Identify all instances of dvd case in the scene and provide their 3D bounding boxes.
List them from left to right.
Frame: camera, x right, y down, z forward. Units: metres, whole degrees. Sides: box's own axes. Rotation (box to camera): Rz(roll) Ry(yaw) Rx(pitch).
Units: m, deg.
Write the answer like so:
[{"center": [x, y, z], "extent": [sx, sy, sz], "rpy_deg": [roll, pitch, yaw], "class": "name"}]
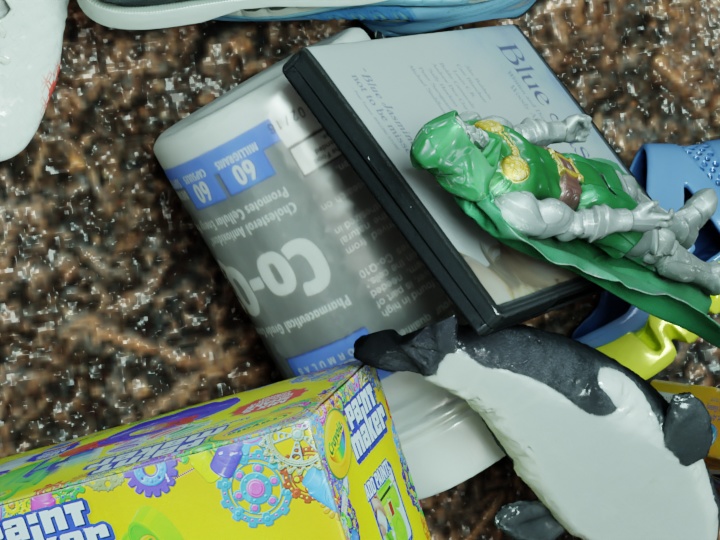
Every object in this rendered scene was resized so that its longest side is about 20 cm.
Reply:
[{"center": [0.062, -0.047, 0.942], "extent": [0.143, 0.018, 0.200], "rpy_deg": [53, 30, 12], "class": "dvd case"}]

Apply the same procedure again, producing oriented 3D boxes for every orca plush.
[{"center": [0.083, 0.061, 0.943], "extent": [0.200, 0.071, 0.105], "rpy_deg": [22, 122, -24], "class": "orca plush"}]

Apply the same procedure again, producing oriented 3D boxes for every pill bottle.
[{"center": [0.000, 0.000, 0.981], "extent": [0.114, 0.114, 0.200], "rpy_deg": [-32, 99, -15], "class": "pill bottle"}]

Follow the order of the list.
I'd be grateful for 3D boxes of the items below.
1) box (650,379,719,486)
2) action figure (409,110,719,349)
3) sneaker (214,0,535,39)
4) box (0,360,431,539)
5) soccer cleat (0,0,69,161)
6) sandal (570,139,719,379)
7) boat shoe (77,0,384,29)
[{"center": [0.246, 0.114, 1.058], "extent": [0.200, 0.119, 0.042], "rpy_deg": [28, 82, -16], "class": "box"}, {"center": [0.091, -0.029, 0.884], "extent": [0.200, 0.118, 0.055], "rpy_deg": [16, 121, -46], "class": "action figure"}, {"center": [-0.004, -0.135, 0.997], "extent": [0.200, 0.090, 0.078], "rpy_deg": [0, 66, 2], "class": "sneaker"}, {"center": [-0.070, 0.163, 0.909], "extent": [0.200, 0.122, 0.193], "rpy_deg": [-15, 96, 16], "class": "box"}, {"center": [-0.157, -0.149, 0.944], "extent": [0.069, 0.085, 0.200], "rpy_deg": [9, 87, -18], "class": "soccer cleat"}, {"center": [0.168, -0.032, 1.057], "extent": [0.200, 0.079, 0.087], "rpy_deg": [-43, 98, -15], "class": "sandal"}, {"center": [-0.030, -0.155, 0.922], "extent": [0.200, 0.060, 0.076], "rpy_deg": [-17, 61, -8], "class": "boat shoe"}]
